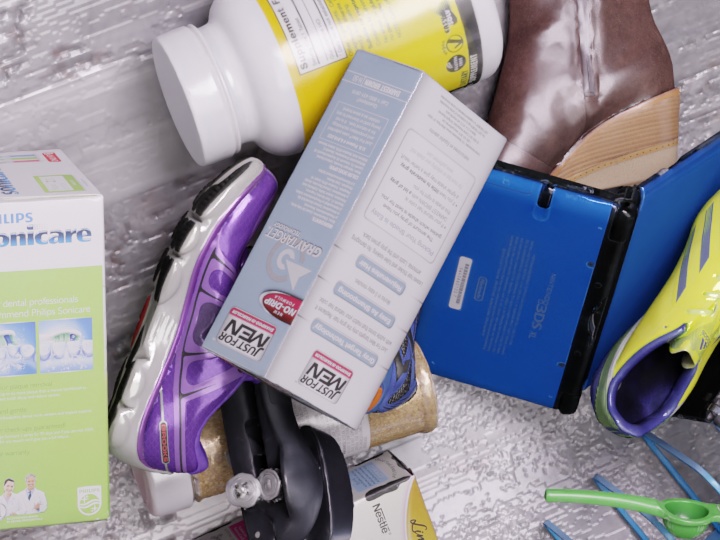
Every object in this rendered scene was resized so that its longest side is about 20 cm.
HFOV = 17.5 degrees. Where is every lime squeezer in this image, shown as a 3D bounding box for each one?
[{"bbox_3d":[0.213,0.176,1.510,0.200,0.038,0.071,38,120,-16],"label":"lime squeezer"}]

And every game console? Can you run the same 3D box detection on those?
[{"bbox_3d":[0.138,-0.015,1.528,0.170,0.119,0.200,16,137,5],"label":"game console"}]

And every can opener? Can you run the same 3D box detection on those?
[{"bbox_3d":[-0.063,0.084,1.464,0.063,0.079,0.201,-24,73,24],"label":"can opener"}]

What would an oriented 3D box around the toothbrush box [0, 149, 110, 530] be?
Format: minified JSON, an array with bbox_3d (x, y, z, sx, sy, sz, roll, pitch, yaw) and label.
[{"bbox_3d":[-0.206,0.039,1.414,0.086,0.146,0.201,-5,104,-16],"label":"toothbrush box"}]

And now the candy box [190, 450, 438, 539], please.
[{"bbox_3d":[-0.039,0.225,1.559,0.199,0.061,0.137,-24,109,-11],"label":"candy box"}]

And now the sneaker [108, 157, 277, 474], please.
[{"bbox_3d":[-0.090,0.029,1.422,0.083,0.081,0.201,20,95,-11],"label":"sneaker"}]

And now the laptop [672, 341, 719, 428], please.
[{"bbox_3d":[0.295,0.055,1.531,0.103,0.200,0.177,41,78,-16],"label":"laptop"}]

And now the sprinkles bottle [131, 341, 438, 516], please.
[{"bbox_3d":[-0.051,0.100,1.520,0.199,0.068,0.069,-16,108,-14],"label":"sprinkles bottle"}]

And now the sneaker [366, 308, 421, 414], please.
[{"bbox_3d":[0.000,0.000,1.493,0.078,0.075,0.201,23,63,-54],"label":"sneaker"}]

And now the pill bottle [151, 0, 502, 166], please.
[{"bbox_3d":[-0.022,-0.139,1.448,0.199,0.112,0.113,-22,109,-11],"label":"pill bottle"}]

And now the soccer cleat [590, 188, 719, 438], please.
[{"bbox_3d":[0.218,0.024,1.487,0.065,0.084,0.200,33,100,-10],"label":"soccer cleat"}]

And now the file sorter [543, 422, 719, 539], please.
[{"bbox_3d":[0.246,0.164,1.595,0.200,0.139,0.123,-42,109,-4],"label":"file sorter"}]

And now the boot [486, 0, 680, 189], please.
[{"bbox_3d":[0.108,-0.125,1.531,0.199,0.072,0.167,-12,92,-10],"label":"boot"}]

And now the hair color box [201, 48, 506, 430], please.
[{"bbox_3d":[-0.002,-0.017,1.387,0.099,0.061,0.201,33,82,-48],"label":"hair color box"}]
